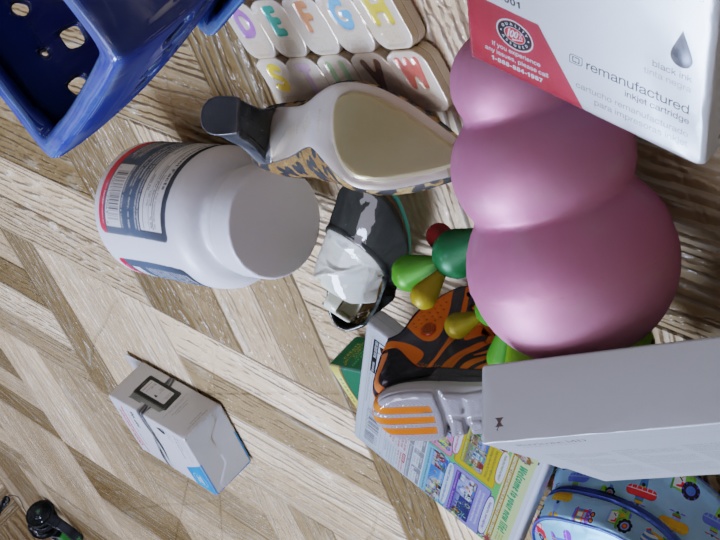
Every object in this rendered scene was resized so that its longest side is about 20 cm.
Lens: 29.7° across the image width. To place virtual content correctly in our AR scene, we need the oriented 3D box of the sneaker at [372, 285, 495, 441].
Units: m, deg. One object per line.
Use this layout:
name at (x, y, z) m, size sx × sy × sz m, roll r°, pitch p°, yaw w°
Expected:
sneaker at (0.109, 0.062, 0.999) m, size 0.199 × 0.112 × 0.078 m, roll 0°, pitch 138°, yaw 9°

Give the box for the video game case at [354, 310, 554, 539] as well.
video game case at (0.073, 0.141, 1.129) m, size 0.182 × 0.022 × 0.200 m, roll 37°, pitch 151°, yaw 19°

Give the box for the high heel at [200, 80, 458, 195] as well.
high heel at (0.002, -0.088, 0.959) m, size 0.199 × 0.072 × 0.143 m, roll 12°, pitch 180°, yaw 18°

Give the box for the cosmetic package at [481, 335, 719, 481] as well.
cosmetic package at (0.191, 0.080, 0.765) m, size 0.199 × 0.052 × 0.151 m, roll -10°, pitch 161°, yaw 35°

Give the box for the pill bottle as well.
pill bottle at (-0.127, -0.047, 1.140) m, size 0.200 × 0.120 × 0.120 m, roll 10°, pitch 138°, yaw 51°

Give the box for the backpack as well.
backpack at (0.211, 0.231, 1.030) m, size 0.182 × 0.135 × 0.200 m, roll 8°, pitch 134°, yaw 51°

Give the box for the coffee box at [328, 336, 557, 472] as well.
coffee box at (0.069, 0.126, 1.189) m, size 0.200 × 0.044 × 0.123 m, roll 9°, pitch 137°, yaw 52°

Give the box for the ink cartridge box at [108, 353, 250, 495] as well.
ink cartridge box at (-0.246, 0.195, 1.751) m, size 0.200 × 0.068 × 0.116 m, roll 22°, pitch 147°, yaw 41°

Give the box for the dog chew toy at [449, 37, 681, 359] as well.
dog chew toy at (0.108, -0.051, 0.776) m, size 0.124 × 0.124 × 0.201 m, roll 2°, pitch 113°, yaw 56°

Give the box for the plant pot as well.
plant pot at (-0.166, -0.217, 0.855) m, size 0.200 × 0.180 × 0.200 m, roll 53°, pitch 155°, yaw -4°

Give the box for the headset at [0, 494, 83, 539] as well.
headset at (-0.708, 0.561, 2.991) m, size 0.199 × 0.094 × 0.124 m, roll 30°, pitch 153°, yaw 5°

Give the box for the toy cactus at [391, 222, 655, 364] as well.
toy cactus at (0.111, -0.002, 0.904) m, size 0.200 × 0.102 × 0.166 m, roll 27°, pitch 131°, yaw 39°

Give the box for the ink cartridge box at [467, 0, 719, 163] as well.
ink cartridge box at (0.122, -0.167, 0.614) m, size 0.144 × 0.084 × 0.200 m, roll 31°, pitch 151°, yaw 29°

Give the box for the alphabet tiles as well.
alphabet tiles at (-0.018, -0.151, 0.938) m, size 0.200 × 0.015 × 0.196 m, roll 9°, pitch 137°, yaw 53°

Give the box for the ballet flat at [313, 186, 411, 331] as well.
ballet flat at (0.000, 0.000, 1.043) m, size 0.068 × 0.068 × 0.200 m, roll 32°, pitch 162°, yaw 14°
